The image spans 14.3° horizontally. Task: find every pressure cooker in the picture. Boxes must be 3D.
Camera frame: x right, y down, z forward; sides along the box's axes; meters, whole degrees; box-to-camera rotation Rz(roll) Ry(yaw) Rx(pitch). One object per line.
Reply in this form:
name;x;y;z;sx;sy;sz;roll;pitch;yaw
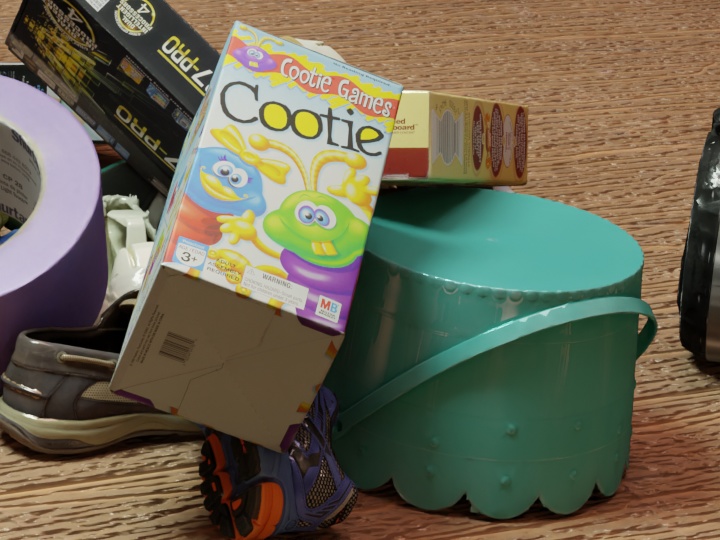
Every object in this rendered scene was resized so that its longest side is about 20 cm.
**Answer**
pressure cooker;0.313;-0.012;1.853;0.199;0.176;0.179;7;23;11

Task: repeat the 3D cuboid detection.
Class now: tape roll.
tape roll;-0.249;-0.021;1.686;0.199;0.085;0.200;0;46;0

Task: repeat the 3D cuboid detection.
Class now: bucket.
bucket;0.071;0.043;1.668;0.206;0.135;0.207;5;20;-2

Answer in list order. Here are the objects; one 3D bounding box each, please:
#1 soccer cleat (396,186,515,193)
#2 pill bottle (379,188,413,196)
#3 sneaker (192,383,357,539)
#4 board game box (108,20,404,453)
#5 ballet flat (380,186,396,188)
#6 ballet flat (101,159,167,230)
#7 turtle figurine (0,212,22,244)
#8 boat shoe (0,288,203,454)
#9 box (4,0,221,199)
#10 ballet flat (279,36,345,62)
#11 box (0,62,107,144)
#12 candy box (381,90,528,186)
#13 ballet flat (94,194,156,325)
soccer cleat;0.066;-0.047;1.921;0.200;0.068;0.073;39;-15;-33
pill bottle;0.000;0.000;1.810;0.199;0.105;0.104;-2;21;-25
sneaker;-0.054;0.071;1.594;0.078;0.075;0.200;12;46;-29
board game box;-0.054;-0.020;1.544;0.103;0.105;0.200;20;44;-7
ballet flat;0.005;-0.040;1.922;0.067;0.067;0.200;29;-3;9
ballet flat;-0.103;-0.049;1.976;0.200;0.068;0.068;-12;36;-43
turtle figurine;-0.308;-0.074;1.847;0.193;0.201;0.144;-10;-3;-26
boat shoe;-0.120;0.053;1.661;0.200;0.074;0.074;-12;27;-44
box;-0.135;-0.118;1.857;0.200;0.049;0.161;44;-19;-2
ballet flat;-0.035;-0.117;1.852;0.069;0.063;0.200;48;-8;11
box;-0.153;-0.120;2.069;0.199;0.060;0.117;2;4;25
candy box;0.020;-0.079;1.739;0.115;0.056;0.200;2;1;20
ballet flat;-0.144;0.003;1.810;0.072;0.072;0.200;1;21;-17
